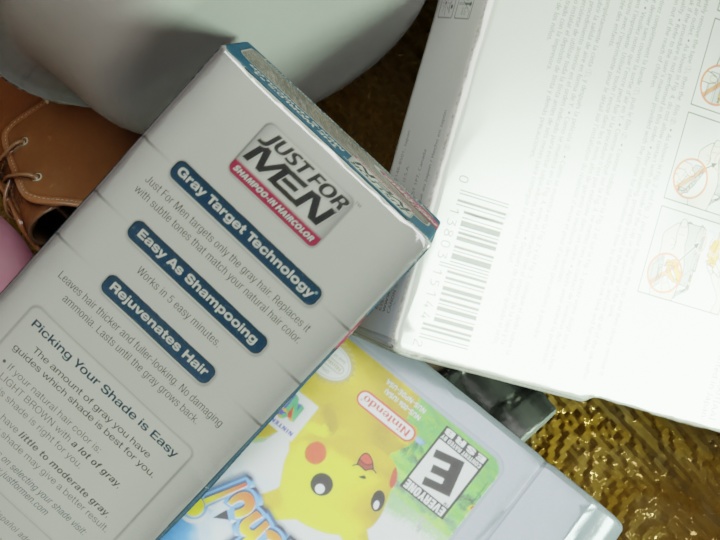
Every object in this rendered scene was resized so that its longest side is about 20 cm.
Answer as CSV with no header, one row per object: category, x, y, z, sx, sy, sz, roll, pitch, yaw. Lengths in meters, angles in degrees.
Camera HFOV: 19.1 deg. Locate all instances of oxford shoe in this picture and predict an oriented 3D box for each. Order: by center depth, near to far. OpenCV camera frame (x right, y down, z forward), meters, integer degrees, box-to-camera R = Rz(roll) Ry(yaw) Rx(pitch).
oxford shoe,-0.129,-0.048,0.886,0.200,0.071,0.071,39,40,17

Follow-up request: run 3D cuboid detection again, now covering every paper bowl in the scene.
paper bowl,-0.052,-0.125,0.798,0.200,0.201,0.105,-22,67,-7

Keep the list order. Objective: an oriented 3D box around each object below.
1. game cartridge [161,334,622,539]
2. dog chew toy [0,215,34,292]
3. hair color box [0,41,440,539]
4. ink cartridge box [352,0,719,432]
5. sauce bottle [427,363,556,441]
game cartridge,-0.015,0.088,0.821,0.200,0.040,0.133,38,84,2
dog chew toy,-0.170,0.071,0.856,0.124,0.125,0.201,-18,87,-6
hair color box,-0.074,0.026,0.756,0.100,0.061,0.200,43,100,-1
ink cartridge box,0.104,-0.048,0.824,0.176,0.045,0.201,16,91,-27
sauce bottle,0.000,0.000,0.903,0.066,0.066,0.200,-39,82,-9
